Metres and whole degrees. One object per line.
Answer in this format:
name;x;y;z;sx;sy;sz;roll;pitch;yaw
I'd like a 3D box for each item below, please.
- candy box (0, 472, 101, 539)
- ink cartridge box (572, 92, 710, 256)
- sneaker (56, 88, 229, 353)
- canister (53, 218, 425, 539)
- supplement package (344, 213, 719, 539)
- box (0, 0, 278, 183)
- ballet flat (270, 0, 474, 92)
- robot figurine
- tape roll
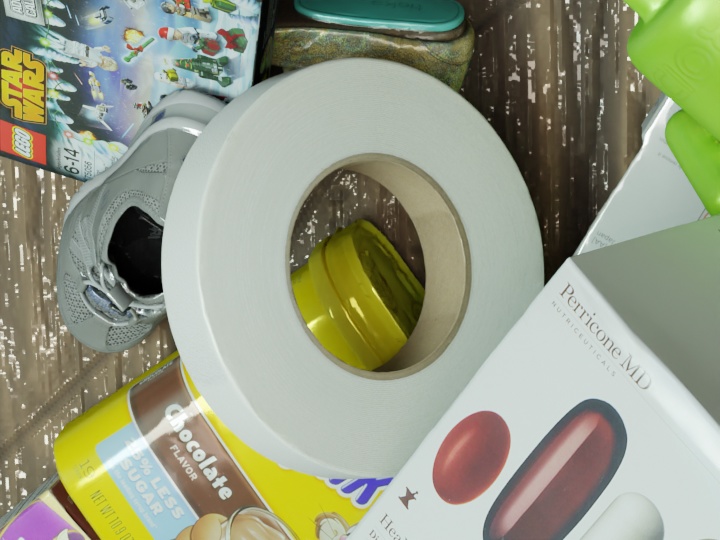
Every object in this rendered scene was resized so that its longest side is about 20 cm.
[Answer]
candy box;-0.196;0.212;1.415;0.200;0.056;0.117;-38;96;16
ink cartridge box;0.226;-0.021;1.307;0.199;0.045;0.177;31;104;-1
sneaker;-0.117;-0.009;1.298;0.074;0.082;0.200;25;144;-5
canister;-0.041;0.089;1.349;0.199;0.087;0.149;-33;99;15
supplement package;0.136;0.117;1.181;0.191;0.147;0.200;48;123;20
box;-0.112;-0.111;1.269;0.136;0.040;0.200;18;144;6
ballet flat;-0.043;-0.117;1.311;0.199;0.071;0.071;12;105;4
robot figurine;0.206;-0.104;1.210;0.200;0.116;0.176;39;109;-3
tape roll;0.000;0.000;1.241;0.202;0.037;0.204;4;82;-33
